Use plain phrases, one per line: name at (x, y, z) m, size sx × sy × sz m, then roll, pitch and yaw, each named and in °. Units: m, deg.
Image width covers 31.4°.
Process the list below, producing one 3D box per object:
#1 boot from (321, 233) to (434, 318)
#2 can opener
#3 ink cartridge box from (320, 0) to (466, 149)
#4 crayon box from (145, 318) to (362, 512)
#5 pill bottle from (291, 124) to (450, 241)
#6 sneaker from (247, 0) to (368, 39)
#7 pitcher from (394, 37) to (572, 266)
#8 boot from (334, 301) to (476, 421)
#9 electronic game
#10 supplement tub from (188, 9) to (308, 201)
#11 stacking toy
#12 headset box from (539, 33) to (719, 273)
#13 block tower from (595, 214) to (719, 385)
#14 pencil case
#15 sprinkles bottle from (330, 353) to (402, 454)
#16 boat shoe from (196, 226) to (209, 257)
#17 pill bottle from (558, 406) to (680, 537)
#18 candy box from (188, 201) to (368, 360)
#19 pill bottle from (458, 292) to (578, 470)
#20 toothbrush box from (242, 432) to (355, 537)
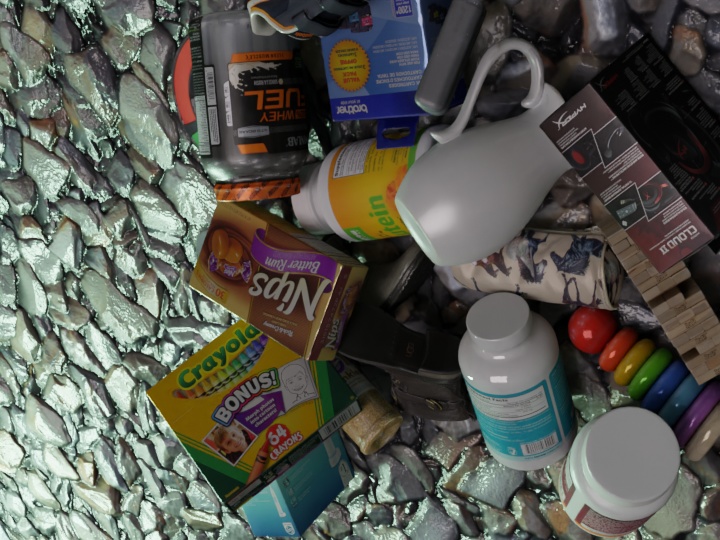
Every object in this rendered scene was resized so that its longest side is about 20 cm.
boot at (0.000, 0.000, 1.523) m, size 0.131 × 0.068 × 0.200 m, roll 46°, pitch 132°, yaw 11°
can opener at (0.119, -0.243, 1.248) m, size 0.066 × 0.053 × 0.202 m, roll 22°, pitch 94°, yaw 10°
ink cartridge box at (0.032, -0.232, 1.337) m, size 0.135 × 0.076 × 0.202 m, roll 0°, pitch 107°, yaw 35°
crayon box at (-0.127, 0.156, 1.533) m, size 0.173 × 0.199 × 0.058 m, roll 50°, pitch 171°, yaw 21°
pill bottle at (0.023, -0.091, 1.420) m, size 0.198 × 0.111 × 0.112 m, roll -7°, pitch 111°, yaw 38°
sneaker at (-0.035, -0.272, 1.272) m, size 0.199 × 0.078 × 0.080 m, roll 6°, pitch 94°, yaw 45°
pitcher at (0.123, -0.115, 1.265) m, size 0.172 × 0.199 × 0.121 m, roll 57°, pitch 175°, yaw -17°
boot at (0.045, 0.121, 1.511) m, size 0.198 × 0.070 × 0.175 m, roll 18°, pitch 154°, yaw 12°
electronic game at (-0.144, -0.201, 1.522) m, size 0.198 × 0.042 × 0.202 m, roll 17°, pitch 125°, yaw 26°
supplement tub at (-0.121, -0.181, 1.404) m, size 0.121 × 0.122 × 0.203 m, roll 0°, pitch 100°, yaw 35°
stacking toy at (0.304, 0.110, 1.366) m, size 0.199 × 0.085 × 0.086 m, roll 39°, pitch 132°, yaw 18°
headset box at (0.282, -0.104, 1.204) m, size 0.200 × 0.149 × 0.075 m, roll 50°, pitch 133°, yaw 0°
block tower at (0.309, 0.017, 1.286) m, size 0.057 × 0.054 × 0.201 m, roll -31°, pitch 108°, yaw 10°
pencil case at (0.187, -0.013, 1.372) m, size 0.198 × 0.078 × 0.091 m, roll 8°, pitch 98°, yaw 32°
sprinkles bottle at (-0.035, 0.137, 1.597) m, size 0.200 × 0.068 × 0.069 m, roll 45°, pitch 133°, yaw 21°
boat shoe at (-0.099, -0.017, 1.558) m, size 0.199 × 0.091 × 0.072 m, roll 25°, pitch 123°, yaw 28°
pill bottle at (0.274, 0.213, 1.357) m, size 0.114 × 0.115 × 0.200 m, roll 35°, pitch 166°, yaw 14°
candy box at (-0.096, 0.008, 1.458) m, size 0.199 × 0.056 × 0.118 m, roll 30°, pitch 104°, yaw 33°
pill bottle at (0.171, 0.118, 1.403) m, size 0.110 × 0.111 × 0.201 m, roll 9°, pitch 138°, yaw 31°
toothbrush box at (-0.106, 0.223, 1.669) m, size 0.085 × 0.146 × 0.202 m, roll -7°, pitch 112°, yaw 36°
